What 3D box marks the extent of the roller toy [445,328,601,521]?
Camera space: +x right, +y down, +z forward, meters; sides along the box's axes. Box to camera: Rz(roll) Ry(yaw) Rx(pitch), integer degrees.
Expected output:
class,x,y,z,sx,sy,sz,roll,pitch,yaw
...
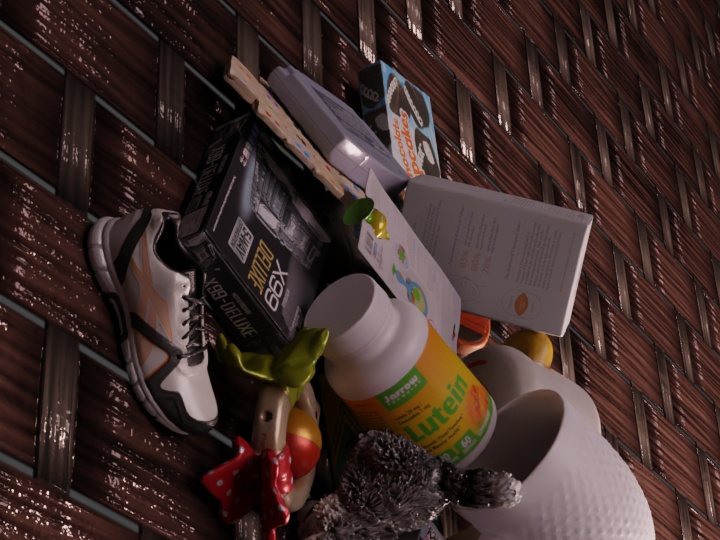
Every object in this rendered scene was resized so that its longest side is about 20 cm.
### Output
class,x,y,z,sx,sy,sz,roll,pitch,yaw
roller toy,0.151,0.178,1.741,0.139,0.200,0.183,30,29,-29

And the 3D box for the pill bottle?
class,x,y,z,sx,sy,sz,roll,pitch,yaw
pill bottle,0.035,0.098,1.566,0.200,0.110,0.112,49,33,-32

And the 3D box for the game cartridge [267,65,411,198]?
class,x,y,z,sx,sy,sz,roll,pitch,yaw
game cartridge,-0.016,-0.140,1.750,0.134,0.041,0.200,56,12,21

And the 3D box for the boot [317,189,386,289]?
class,x,y,z,sx,sy,sz,roll,pitch,yaw
boot,0.000,0.000,1.685,0.201,0.067,0.131,65,15,9

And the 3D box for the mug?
class,x,y,z,sx,sy,sz,roll,pitch,yaw
mug,0.181,0.246,1.575,0.175,0.147,0.201,44,67,-19

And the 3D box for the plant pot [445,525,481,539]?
class,x,y,z,sx,sy,sz,roll,pitch,yaw
plant pot,0.143,0.361,1.651,0.187,0.187,0.201,15,46,-59

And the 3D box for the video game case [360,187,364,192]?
class,x,y,z,sx,sy,sz,roll,pitch,yaw
video game case,0.042,-0.061,1.906,0.201,0.019,0.143,62,28,-19

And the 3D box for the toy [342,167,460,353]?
class,x,y,z,sx,sy,sz,roll,pitch,yaw
toy,0.037,0.009,1.636,0.201,0.047,0.116,57,27,-36

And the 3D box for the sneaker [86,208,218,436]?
class,x,y,z,sx,sy,sz,roll,pitch,yaw
sneaker,-0.160,0.042,1.380,0.202,0.079,0.074,69,25,-6

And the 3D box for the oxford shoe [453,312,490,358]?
class,x,y,z,sx,sy,sz,roll,pitch,yaw
oxford shoe,0.119,0.037,1.937,0.071,0.073,0.201,19,43,-2

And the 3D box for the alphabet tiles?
class,x,y,z,sx,sy,sz,roll,pitch,yaw
alphabet tiles,-0.065,-0.134,1.654,0.200,0.015,0.196,46,8,-14

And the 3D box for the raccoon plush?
class,x,y,z,sx,sy,sz,roll,pitch,yaw
raccoon plush,0.030,0.222,1.481,0.097,0.199,0.135,53,50,-32

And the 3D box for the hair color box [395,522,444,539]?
class,x,y,z,sx,sy,sz,roll,pitch,yaw
hair color box,0.015,0.319,1.496,0.061,0.098,0.201,56,30,-27

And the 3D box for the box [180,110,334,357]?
class,x,y,z,sx,sy,sz,roll,pitch,yaw
box,-0.101,-0.031,1.575,0.158,0.049,0.201,54,29,-27

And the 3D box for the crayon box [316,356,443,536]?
class,x,y,z,sx,sy,sz,roll,pitch,yaw
crayon box,0.018,0.171,1.661,0.127,0.050,0.202,21,54,-56

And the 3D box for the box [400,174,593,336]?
class,x,y,z,sx,sy,sz,roll,pitch,yaw
box,0.139,-0.019,1.772,0.097,0.198,0.126,-34,138,-76

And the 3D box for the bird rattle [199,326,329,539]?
class,x,y,z,sx,sy,sz,roll,pitch,yaw
bird rattle,-0.066,0.151,1.468,0.163,0.112,0.202,57,28,-60

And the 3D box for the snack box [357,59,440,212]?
class,x,y,z,sx,sy,sz,roll,pitch,yaw
snack box,0.050,-0.131,1.909,0.116,0.037,0.202,28,48,-52
